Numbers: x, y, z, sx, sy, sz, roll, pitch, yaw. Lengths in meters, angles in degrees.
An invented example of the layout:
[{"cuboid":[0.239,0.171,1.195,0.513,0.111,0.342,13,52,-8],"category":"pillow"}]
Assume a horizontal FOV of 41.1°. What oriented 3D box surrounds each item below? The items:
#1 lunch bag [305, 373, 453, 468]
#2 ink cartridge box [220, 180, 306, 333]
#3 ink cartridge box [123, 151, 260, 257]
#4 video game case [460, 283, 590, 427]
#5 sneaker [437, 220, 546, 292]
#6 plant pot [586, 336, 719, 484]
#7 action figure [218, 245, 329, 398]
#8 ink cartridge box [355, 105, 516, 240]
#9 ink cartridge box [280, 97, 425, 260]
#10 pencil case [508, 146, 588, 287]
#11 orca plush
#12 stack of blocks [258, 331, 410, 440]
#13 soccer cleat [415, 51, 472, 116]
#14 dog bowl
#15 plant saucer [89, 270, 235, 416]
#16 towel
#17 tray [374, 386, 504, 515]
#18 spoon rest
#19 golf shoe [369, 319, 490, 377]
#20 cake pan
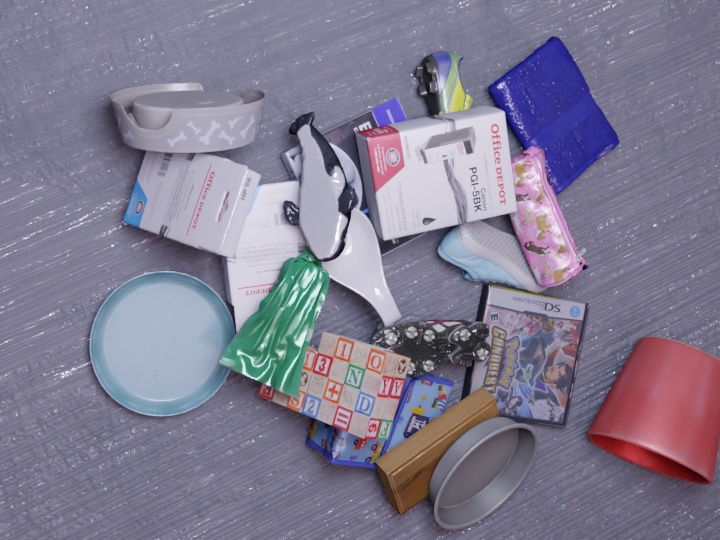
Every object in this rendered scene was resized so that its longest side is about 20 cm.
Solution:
[{"cuboid":[0.041,0.214,1.416,0.199,0.094,0.152,17,92,-31],"category":"lunch bag"},{"cuboid":[-0.135,-0.019,1.340,0.115,0.068,0.202,-7,96,-16],"category":"ink cartridge box"},{"cuboid":[-0.206,-0.089,1.237,0.068,0.199,0.117,20,89,-50],"category":"ink cartridge box"},{"cuboid":[0.256,0.134,1.493,0.179,0.025,0.202,10,92,-17],"category":"video game case"},{"cuboid":[0.197,-0.013,1.451,0.199,0.082,0.074,30,44,-30],"category":"sneaker"},{"cuboid":[0.473,0.211,1.489,0.199,0.200,0.179,27,78,-17],"category":"plant pot"},{"cuboid":[-0.097,0.056,1.293,0.117,0.055,0.201,26,84,-13],"category":"action figure"},{"cuboid":[0.106,-0.137,1.332,0.198,0.083,0.148,-13,105,-8],"category":"ink cartridge box"},{"cuboid":[0.014,-0.122,1.389,0.199,0.043,0.199,-28,103,-14],"category":"ink cartridge box"},{"cuboid":[0.264,-0.078,1.413,0.086,0.083,0.201,-23,92,15],"category":"pencil case"},{"cuboid":[-0.052,-0.107,1.303,0.105,0.071,0.201,-30,72,19],"category":"orca plush"},{"cuboid":[-0.039,0.146,1.318,0.058,0.199,0.116,17,88,-53],"category":"stack of blocks"},{"cuboid":[0.136,-0.220,1.407,0.083,0.065,0.202,-14,100,-24],"category":"soccer cleat"},{"cuboid":[-0.221,-0.198,1.238,0.198,0.200,0.059,-6,111,-16],"category":"dog bowl"},{"cuboid":[-0.273,0.100,1.332,0.198,0.027,0.202,-2,96,-16],"category":"plant saucer"},{"cuboid":[0.291,-0.234,1.462,0.147,0.049,0.201,-38,106,-14],"category":"towel"},{"cuboid":[0.121,0.267,1.419,0.199,0.037,0.099,-31,130,-17],"category":"tray"},{"cuboid":[0.000,0.000,1.346,0.099,0.061,0.201,-36,108,-10],"category":"spoon rest"},{"cuboid":[0.092,0.108,1.393,0.198,0.088,0.078,1,97,-29],"category":"golf shoe"},{"cuboid":[0.179,0.298,1.430,0.199,0.037,0.202,-24,135,-26],"category":"cake pan"}]
